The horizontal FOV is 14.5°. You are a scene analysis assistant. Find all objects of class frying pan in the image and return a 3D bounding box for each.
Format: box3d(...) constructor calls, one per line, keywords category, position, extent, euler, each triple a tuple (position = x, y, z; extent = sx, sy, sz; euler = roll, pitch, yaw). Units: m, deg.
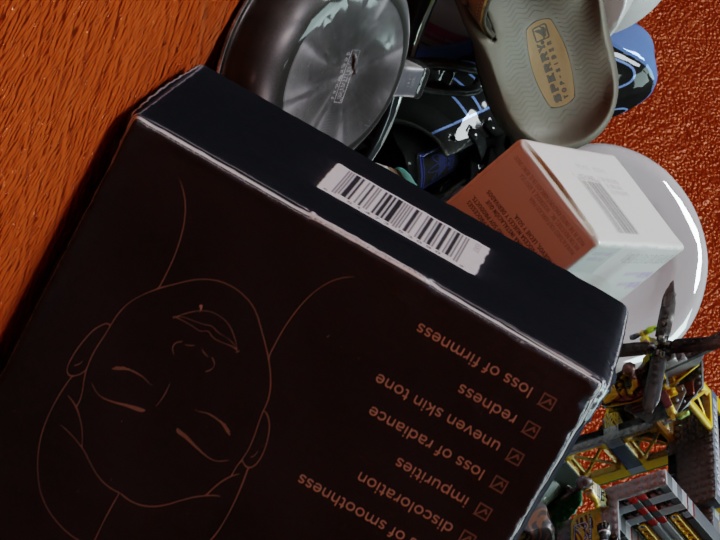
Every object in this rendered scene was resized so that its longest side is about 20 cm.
box3d(category="frying pan", position=(-0.002, -0.074, 1.232), extent=(0.115, 0.031, 0.190), euler=(-57, 146, -6))

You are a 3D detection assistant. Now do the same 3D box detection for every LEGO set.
box3d(category="LEGO set", position=(0.088, 0.106, 1.156), extent=(0.154, 0.116, 0.200), euler=(-13, -132, 29))

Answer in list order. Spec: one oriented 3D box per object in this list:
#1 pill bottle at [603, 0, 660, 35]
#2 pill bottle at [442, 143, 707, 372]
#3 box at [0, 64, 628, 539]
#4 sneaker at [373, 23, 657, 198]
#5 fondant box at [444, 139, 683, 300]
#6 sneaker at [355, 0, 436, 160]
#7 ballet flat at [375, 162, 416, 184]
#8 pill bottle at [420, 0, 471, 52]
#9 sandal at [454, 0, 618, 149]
box3d(category="pill bottle", position=(0.108, -0.179, 1.365), extent=(0.112, 0.112, 0.200), euler=(-61, 180, 34))
box3d(category="pill bottle", position=(0.083, 0.005, 1.432), extent=(0.112, 0.112, 0.200), euler=(-60, -166, -17))
box3d(category="box", position=(-0.033, 0.060, 1.081), extent=(0.197, 0.200, 0.124), euler=(-60, 178, 16))
box3d(category="sneaker", position=(0.053, -0.073, 1.380), extent=(0.070, 0.200, 0.078), euler=(91, -11, -49))
box3d(category="fondant box", position=(0.031, 0.030, 1.208), extent=(0.200, 0.058, 0.144), euler=(-39, 167, 16))
box3d(category="sneaker", position=(0.002, -0.115, 1.312), extent=(0.200, 0.072, 0.083), euler=(-61, 179, 18))
box3d(category="ballet flat", position=(0.000, 0.000, 1.312), extent=(0.064, 0.076, 0.200), euler=(-31, 164, -6))
box3d(category="pill bottle", position=(0.025, -0.103, 1.494), extent=(0.113, 0.113, 0.200), euler=(-58, 178, -44))
box3d(category="sandal", position=(0.065, -0.129, 1.232), extent=(0.082, 0.200, 0.055), euler=(-22, -150, -2))
